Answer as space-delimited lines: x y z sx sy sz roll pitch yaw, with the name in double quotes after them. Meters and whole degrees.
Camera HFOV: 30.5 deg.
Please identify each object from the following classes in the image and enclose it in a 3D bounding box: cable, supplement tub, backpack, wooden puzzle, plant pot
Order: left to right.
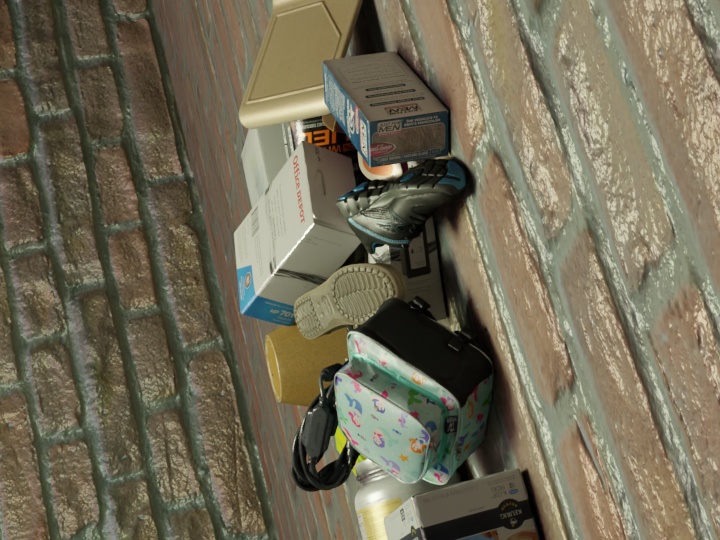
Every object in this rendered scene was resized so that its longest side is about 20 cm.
-0.073 -0.290 1.762 0.183 0.037 0.203 -5 67 46 "wooden puzzle"
-0.047 -0.182 1.849 0.122 0.121 0.203 -159 59 -75 "supplement tub"
-0.027 0.190 1.671 0.050 0.163 0.203 22 123 22 "cable"
-0.026 0.115 1.826 0.186 0.197 0.190 170 90 -76 "plant pot"
0.062 0.157 1.555 0.176 0.151 0.201 31 150 25 "backpack"
0.073 0.333 1.685 0.146 0.143 0.203 121 137 -71 "supplement tub"

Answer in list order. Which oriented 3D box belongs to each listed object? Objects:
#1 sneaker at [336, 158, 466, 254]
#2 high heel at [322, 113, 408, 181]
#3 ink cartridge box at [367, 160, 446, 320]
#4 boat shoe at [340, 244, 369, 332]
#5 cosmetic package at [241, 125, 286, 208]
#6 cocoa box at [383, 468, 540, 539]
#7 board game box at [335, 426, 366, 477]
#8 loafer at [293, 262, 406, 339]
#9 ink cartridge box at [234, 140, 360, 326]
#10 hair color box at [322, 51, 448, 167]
0.059 -0.073 1.530 0.199 0.073 0.083 -12 109 52 "sneaker"
0.034 -0.164 1.664 0.200 0.095 0.068 51 131 46 "high heel"
0.049 -0.040 1.665 0.116 0.067 0.203 -156 57 -74 "ink cartridge box"
0.000 -0.001 1.768 0.072 0.065 0.204 47 -136 -51 "boat shoe"
-0.113 -0.139 2.173 0.199 0.121 0.203 127 133 -72 "cosmetic package"
0.117 0.319 1.509 0.200 0.131 0.133 117 139 -70 "cocoa box"
0.035 0.258 1.886 0.200 0.100 0.048 -140 42 -70 "board game box"
-0.007 0.031 1.641 0.199 0.068 0.077 -20 90 49 "loafer"
-0.086 -0.047 1.752 0.200 0.085 0.148 -47 38 37 "ink cartridge box"
0.026 -0.194 1.570 0.201 0.098 0.061 -121 25 -57 "hair color box"
